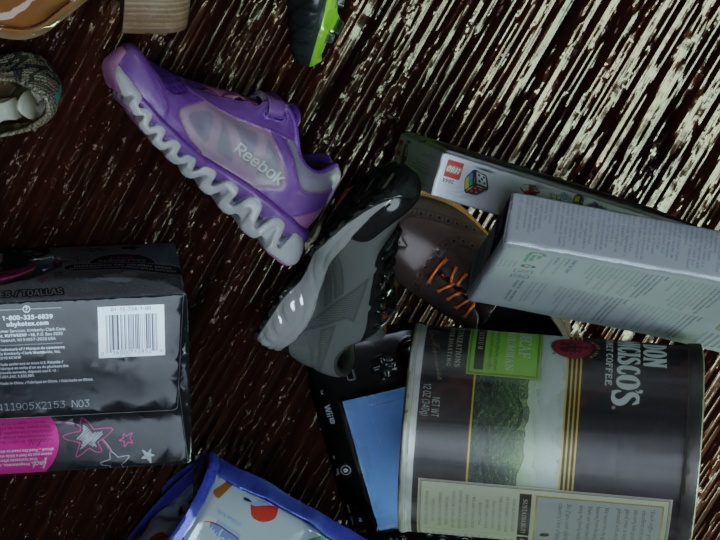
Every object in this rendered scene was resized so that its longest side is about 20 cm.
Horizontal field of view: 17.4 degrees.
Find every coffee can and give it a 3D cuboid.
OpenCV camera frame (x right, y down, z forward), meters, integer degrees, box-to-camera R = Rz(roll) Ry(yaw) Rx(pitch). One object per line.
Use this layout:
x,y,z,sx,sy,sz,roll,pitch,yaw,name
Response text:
0.130,0.116,1.613,0.199,0.146,0.147,4,110,4,coffee can

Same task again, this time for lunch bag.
-0.096,0.243,1.708,0.169,0.124,0.200,31,111,-16,lunch bag

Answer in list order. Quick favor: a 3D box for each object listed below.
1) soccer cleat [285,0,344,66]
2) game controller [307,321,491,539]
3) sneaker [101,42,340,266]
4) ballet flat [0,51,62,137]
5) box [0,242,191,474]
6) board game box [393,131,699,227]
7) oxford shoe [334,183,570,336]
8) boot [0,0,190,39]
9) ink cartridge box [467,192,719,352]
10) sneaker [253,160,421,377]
-0.039,-0.238,1.575,0.081,0.068,0.201,9,109,7,soccer cleat
0.030,0.134,1.728,0.104,0.042,0.201,-16,111,-2,game controller
-0.090,-0.096,1.610,0.088,0.081,0.200,-46,116,4,sneaker
-0.299,-0.105,1.572,0.199,0.075,0.068,-10,112,-5,ballet flat
-0.221,0.058,1.624,0.199,0.115,0.133,-3,109,-8,box
0.129,-0.048,1.629,0.199,0.126,0.035,17,96,-14,board game box
0.071,0.001,1.668,0.199,0.073,0.071,29,105,-17,oxford shoe
-0.200,-0.234,1.537,0.199,0.077,0.156,-1,112,-11,boot
0.180,0.004,1.550,0.199,0.200,0.041,13,78,-2,ink cartridge box
0.000,0.000,1.619,0.079,0.074,0.200,34,136,0,sneaker
